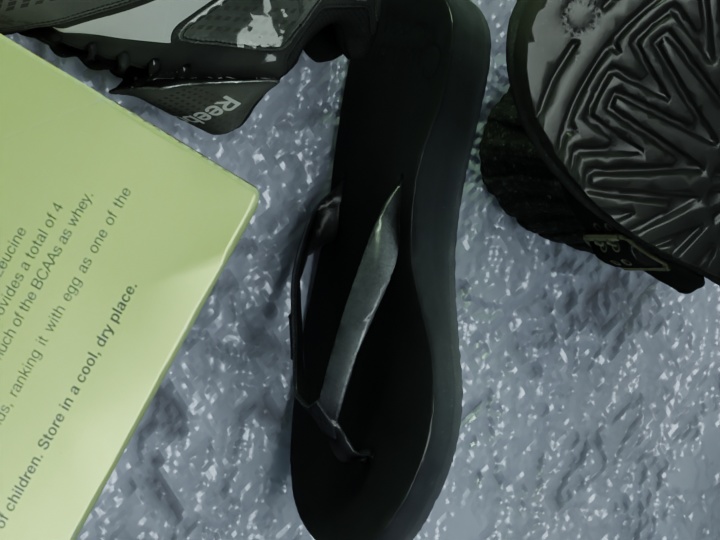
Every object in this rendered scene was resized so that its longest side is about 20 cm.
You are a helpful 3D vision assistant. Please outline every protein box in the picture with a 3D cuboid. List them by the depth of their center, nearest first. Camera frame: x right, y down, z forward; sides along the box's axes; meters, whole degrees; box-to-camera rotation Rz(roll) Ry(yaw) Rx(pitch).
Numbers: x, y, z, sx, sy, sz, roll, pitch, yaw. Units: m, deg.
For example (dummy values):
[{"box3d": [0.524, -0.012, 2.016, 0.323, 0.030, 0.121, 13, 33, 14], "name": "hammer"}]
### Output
[{"box3d": [-0.170, 0.020, 0.802, 0.199, 0.135, 0.199, 31, 77, -11], "name": "protein box"}]

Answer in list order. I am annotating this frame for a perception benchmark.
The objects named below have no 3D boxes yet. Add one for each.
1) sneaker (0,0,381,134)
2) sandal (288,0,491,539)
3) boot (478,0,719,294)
[{"box3d": [-0.066, -0.084, 0.951, 0.199, 0.066, 0.091, -17, 104, -36], "name": "sneaker"}, {"box3d": [0.000, 0.000, 1.013, 0.043, 0.076, 0.201, 12, 78, -38], "name": "sandal"}, {"box3d": [0.089, -0.049, 1.016, 0.211, 0.158, 0.080, 39, 84, -37], "name": "boot"}]
